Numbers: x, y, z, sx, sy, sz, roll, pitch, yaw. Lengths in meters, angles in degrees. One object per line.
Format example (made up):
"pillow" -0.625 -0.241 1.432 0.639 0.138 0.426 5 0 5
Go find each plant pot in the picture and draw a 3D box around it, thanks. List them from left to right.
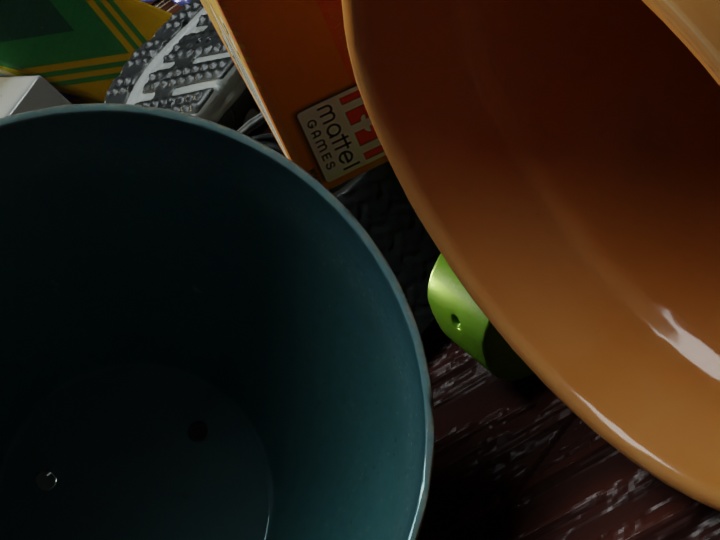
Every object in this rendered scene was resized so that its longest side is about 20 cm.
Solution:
"plant pot" -0.078 0.062 0.807 0.200 0.200 0.135 -50 -9 -10
"plant pot" 0.111 -0.052 0.681 0.140 0.200 0.200 -36 22 -20

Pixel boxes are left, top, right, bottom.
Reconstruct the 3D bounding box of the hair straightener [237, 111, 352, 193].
"hair straightener" -0.073 -0.017 0.983 0.200 0.077 0.041 -18 61 6

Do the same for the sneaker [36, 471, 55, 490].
"sneaker" -0.100 0.073 0.920 0.112 0.073 0.200 -36 25 20

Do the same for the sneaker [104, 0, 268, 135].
"sneaker" -0.036 -0.091 1.065 0.074 0.080 0.200 5 51 45

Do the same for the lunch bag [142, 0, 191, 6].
"lunch bag" -0.091 -0.258 1.286 0.200 0.170 0.127 -50 26 -15

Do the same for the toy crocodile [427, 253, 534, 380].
"toy crocodile" 0.095 -0.050 0.836 0.067 0.062 0.200 22 66 43

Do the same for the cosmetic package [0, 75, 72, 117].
"cosmetic package" -0.169 -0.023 1.127 0.085 0.108 0.200 -55 26 -18

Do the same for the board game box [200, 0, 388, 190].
"board game box" 0.010 -0.190 0.821 0.200 0.200 0.200 -27 40 -2

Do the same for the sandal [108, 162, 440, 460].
"sandal" 0.001 0.000 0.902 0.200 0.075 0.048 -37 1 0

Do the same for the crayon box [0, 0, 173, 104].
"crayon box" -0.140 -0.099 1.125 0.126 0.200 0.052 6 78 59
